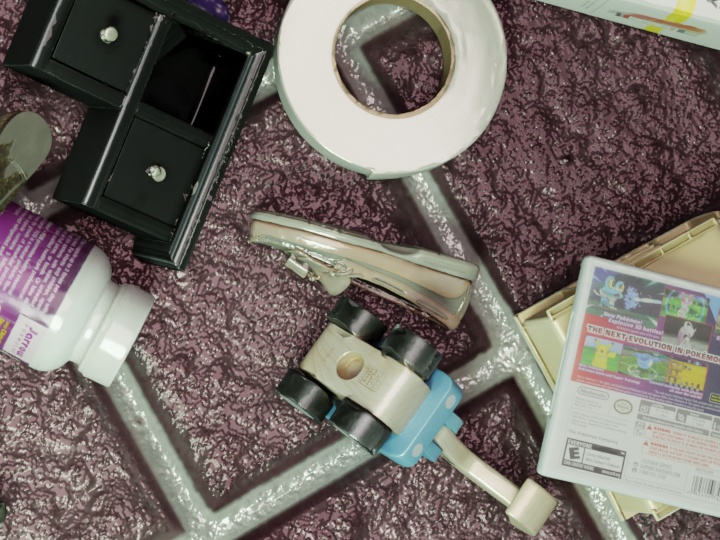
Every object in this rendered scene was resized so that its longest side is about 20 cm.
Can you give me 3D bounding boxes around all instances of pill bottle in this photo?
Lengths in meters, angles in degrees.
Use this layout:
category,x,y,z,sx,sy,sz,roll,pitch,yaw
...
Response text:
category,x,y,z,sx,sy,sz,roll,pitch,yaw
pill bottle,-0.271,0.012,1.599,0.199,0.112,0.113,28,82,-5

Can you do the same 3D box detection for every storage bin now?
category,x,y,z,sx,sy,sz,roll,pitch,yaw
storage bin,0.270,0.078,1.689,0.198,0.094,0.201,-28,90,-10

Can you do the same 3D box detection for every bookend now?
category,x,y,z,sx,sy,sz,roll,pitch,yaw
bookend,-0.203,-0.132,1.597,0.199,0.092,0.200,25,83,-27

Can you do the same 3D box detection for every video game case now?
category,x,y,z,sx,sy,sz,roll,pitch,yaw
video game case,0.258,0.099,1.628,0.199,0.023,0.183,14,84,-7

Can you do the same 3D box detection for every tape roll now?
category,x,y,z,sx,sy,sz,roll,pitch,yaw
tape roll,0.025,-0.179,1.697,0.202,0.037,0.204,1,85,-9

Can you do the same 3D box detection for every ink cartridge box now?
category,x,y,z,sx,sy,sz,roll,pitch,yaw
ink cartridge box,0.263,-0.285,1.717,0.199,0.083,0.146,13,84,-8

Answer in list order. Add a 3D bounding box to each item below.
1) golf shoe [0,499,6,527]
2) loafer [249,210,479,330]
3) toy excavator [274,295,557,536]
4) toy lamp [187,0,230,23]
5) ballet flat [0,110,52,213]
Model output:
category,x,y,z,sx,sy,sz,roll,pitch,yaw
golf shoe,-0.369,0.243,1.598,0.199,0.077,0.088,-26,110,-7
loafer,0.000,0.000,1.667,0.199,0.072,0.063,14,91,-11
toy excavator,0.056,0.130,1.654,0.194,0.200,0.100,29,80,39
toy lamp,-0.072,-0.289,1.680,0.058,0.058,0.200,37,82,-5
ballet flat,-0.311,-0.047,1.525,0.067,0.046,0.200,50,63,-29
